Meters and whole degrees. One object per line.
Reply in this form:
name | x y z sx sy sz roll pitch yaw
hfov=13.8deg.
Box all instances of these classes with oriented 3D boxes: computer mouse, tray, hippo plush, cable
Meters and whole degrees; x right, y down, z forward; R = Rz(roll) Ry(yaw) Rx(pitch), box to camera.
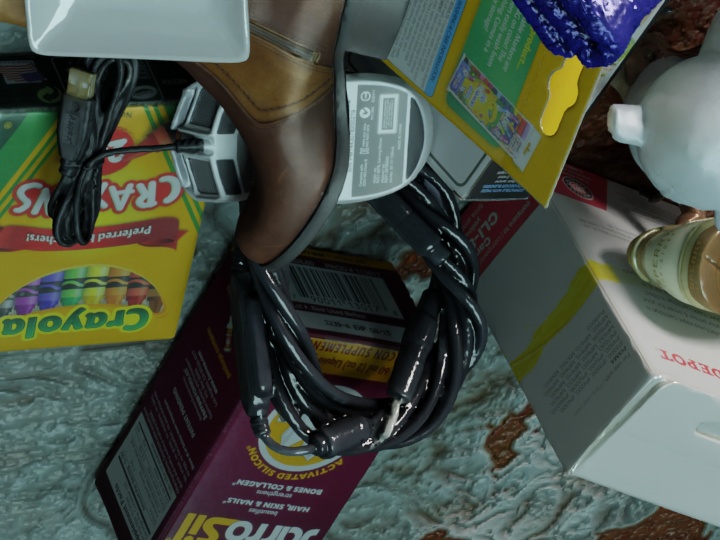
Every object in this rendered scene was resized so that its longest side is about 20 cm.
computer mouse | -0.062 -0.068 1.526 0.199 0.044 0.110 -2 110 -17
tray | -0.105 -0.189 1.356 0.107 0.022 0.201 4 123 7
hippo plush | 0.221 -0.093 1.545 0.159 0.200 0.161 32 92 -10
cable | 0.000 0.000 1.613 0.163 0.051 0.201 -7 91 -35

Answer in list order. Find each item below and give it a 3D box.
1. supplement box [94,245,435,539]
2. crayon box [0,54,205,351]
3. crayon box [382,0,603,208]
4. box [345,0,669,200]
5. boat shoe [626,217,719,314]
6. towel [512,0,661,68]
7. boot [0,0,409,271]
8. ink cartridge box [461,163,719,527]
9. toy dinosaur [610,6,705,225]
supplement box | -0.056 0.087 1.718 0.110 0.086 0.200 10 126 -33
crayon box | -0.152 -0.024 1.590 0.127 0.051 0.200 -5 133 -22
crayon box | 0.061 -0.142 1.471 0.051 0.200 0.126 -17 140 -40
box | 0.088 -0.147 1.539 0.060 0.117 0.200 -2 133 -51
boat shoe | 0.234 -0.002 1.682 0.200 0.063 0.074 12 90 -46
towel | 0.106 -0.199 1.368 0.148 0.200 0.049 48 140 -13
boot | -0.094 -0.101 1.442 0.199 0.069 0.189 14 124 -14
ink cartridge box | 0.152 0.038 1.690 0.145 0.200 0.083 20 120 -38
toy dinosaur | 0.218 -0.083 1.698 0.199 0.086 0.136 -3 125 -31
